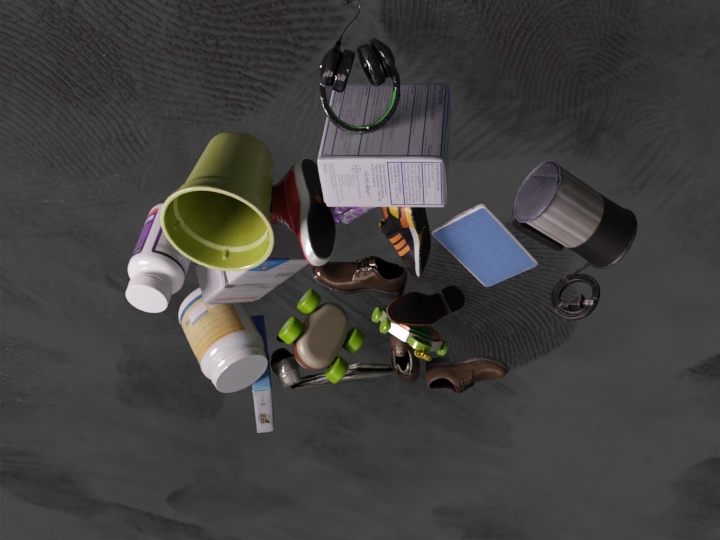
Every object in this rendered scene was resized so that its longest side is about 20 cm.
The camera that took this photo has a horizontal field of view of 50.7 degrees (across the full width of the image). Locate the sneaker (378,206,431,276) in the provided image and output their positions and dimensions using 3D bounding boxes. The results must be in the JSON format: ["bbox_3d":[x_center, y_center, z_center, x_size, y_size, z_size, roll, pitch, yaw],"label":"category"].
[{"bbox_3d":[0.081,-0.072,1.454,0.088,0.071,0.202,12,142,21],"label":"sneaker"}]

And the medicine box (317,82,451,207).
[{"bbox_3d":[0.044,-0.201,1.211,0.195,0.185,0.104,2,141,9],"label":"medicine box"}]

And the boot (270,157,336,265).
[{"bbox_3d":[-0.118,-0.082,1.378,0.071,0.204,0.143,11,148,-42],"label":"boot"}]

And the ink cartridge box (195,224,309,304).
[{"bbox_3d":[-0.212,-0.014,1.508,0.143,0.085,0.199,-2,156,-47],"label":"ink cartridge box"}]

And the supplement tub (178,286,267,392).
[{"bbox_3d":[-0.294,0.143,1.634,0.142,0.201,0.146,-24,148,-16],"label":"supplement tub"}]

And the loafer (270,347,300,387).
[{"bbox_3d":[-0.176,0.211,1.767,0.069,0.200,0.071,-18,100,-12],"label":"loafer"}]

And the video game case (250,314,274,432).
[{"bbox_3d":[-0.230,0.239,1.760,0.044,0.203,0.183,-6,141,-7],"label":"video game case"}]

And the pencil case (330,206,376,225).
[{"bbox_3d":[0.025,-0.151,1.348,0.198,0.086,0.084,-28,115,34],"label":"pencil case"}]

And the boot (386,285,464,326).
[{"bbox_3d":[0.118,0.090,1.571,0.197,0.076,0.097,-9,161,-34],"label":"boot"}]

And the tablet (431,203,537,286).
[{"bbox_3d":[0.244,-0.046,1.485,0.129,0.014,0.199,-26,130,34],"label":"tablet"}]

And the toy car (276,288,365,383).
[{"bbox_3d":[-0.116,0.162,1.704,0.164,0.159,0.199,41,147,-12],"label":"toy car"}]

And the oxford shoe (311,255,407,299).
[{"bbox_3d":[0.000,0.000,1.534,0.195,0.074,0.085,4,139,-12],"label":"oxford shoe"}]

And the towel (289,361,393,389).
[{"bbox_3d":[-0.044,0.247,1.801,0.189,0.035,0.199,-15,169,27],"label":"towel"}]

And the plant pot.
[{"bbox_3d":[-0.230,-0.135,1.338,0.195,0.187,0.203,6,139,5],"label":"plant pot"}]

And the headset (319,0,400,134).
[{"bbox_3d":[-0.005,-0.306,1.118,0.121,0.094,0.205,-9,95,-4],"label":"headset"}]

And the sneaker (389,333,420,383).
[{"bbox_3d":[0.097,0.217,1.768,0.069,0.077,0.202,-3,138,13],"label":"sneaker"}]

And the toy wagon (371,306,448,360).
[{"bbox_3d":[0.111,0.132,1.592,0.153,0.200,0.040,22,99,-18],"label":"toy wagon"}]

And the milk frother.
[{"bbox_3d":[0.352,-0.047,1.319,0.186,0.203,0.180,26,141,-20],"label":"milk frother"}]

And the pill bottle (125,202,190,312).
[{"bbox_3d":[-0.388,-0.023,1.485,0.109,0.203,0.113,5,141,5],"label":"pill bottle"}]

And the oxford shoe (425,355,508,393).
[{"bbox_3d":[0.248,0.251,1.775,0.195,0.086,0.073,-7,136,16],"label":"oxford shoe"}]
